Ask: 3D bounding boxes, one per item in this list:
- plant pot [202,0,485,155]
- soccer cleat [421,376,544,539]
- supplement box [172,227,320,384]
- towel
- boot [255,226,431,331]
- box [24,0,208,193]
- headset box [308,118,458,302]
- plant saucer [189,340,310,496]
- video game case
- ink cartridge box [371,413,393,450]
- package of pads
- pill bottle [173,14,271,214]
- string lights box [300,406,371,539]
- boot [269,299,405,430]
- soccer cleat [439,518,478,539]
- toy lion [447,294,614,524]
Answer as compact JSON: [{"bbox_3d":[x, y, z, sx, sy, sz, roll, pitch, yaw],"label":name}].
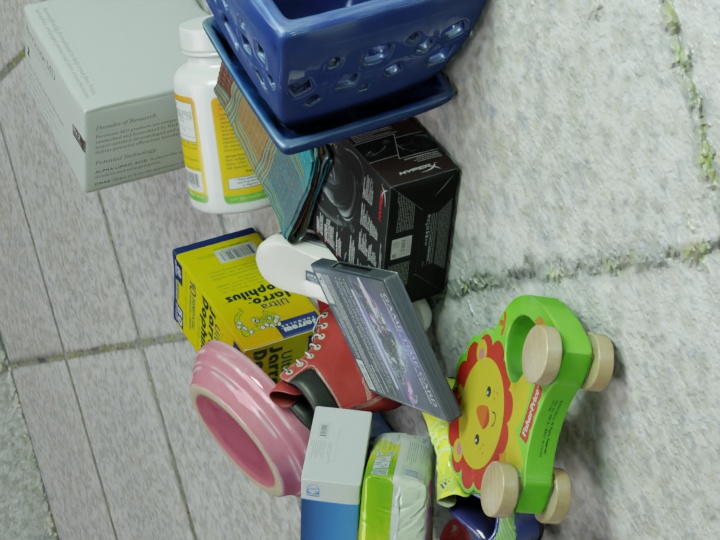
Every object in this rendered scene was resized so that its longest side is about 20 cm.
[{"bbox_3d":[-0.027,-0.224,1.396,0.200,0.199,0.180,57,157,31],"label":"plant pot"},{"bbox_3d":[0.096,0.177,1.505,0.200,0.083,0.065,58,153,33],"label":"soccer cleat"},{"bbox_3d":[-0.130,0.059,1.891,0.200,0.109,0.109,49,147,42],"label":"supplement box"},{"bbox_3d":[-0.091,-0.142,1.600,0.200,0.022,0.147,62,152,25],"label":"towel"},{"bbox_3d":[0.000,0.000,1.635,0.199,0.090,0.073,25,124,24],"label":"boot"},{"bbox_3d":[-0.264,-0.220,1.895,0.199,0.199,0.131,56,151,34],"label":"box"},{"bbox_3d":[0.005,-0.083,1.550,0.200,0.077,0.149,51,148,42],"label":"headset box"},{"bbox_3d":[-0.115,0.166,1.733,0.200,0.051,0.201,43,158,21],"label":"plant saucer"},{"bbox_3d":[0.021,0.061,1.509,0.143,0.019,0.200,65,163,-13],"label":"video game case"},{"bbox_3d":[-0.011,0.215,1.770,0.200,0.076,0.137,52,148,37],"label":"ink cartridge box"},{"bbox_3d":[0.033,0.267,1.554,0.155,0.068,0.201,-66,-19,-78],"label":"package of pads"},{"bbox_3d":[-0.142,-0.171,1.772,0.111,0.111,0.201,30,131,57],"label":"pill bottle"},{"bbox_3d":[-0.026,0.242,1.602,0.103,0.059,0.201,-79,-7,-51],"label":"string lights box"},{"bbox_3d":[-0.044,0.071,1.671,0.200,0.144,0.073,59,154,32],"label":"boot"},{"bbox_3d":[0.126,0.321,1.567,0.067,0.076,0.200,-60,30,26],"label":"soccer cleat"},{"bbox_3d":[0.129,0.109,1.392,0.192,0.068,0.201,-122,43,-61],"label":"toy lion"}]
